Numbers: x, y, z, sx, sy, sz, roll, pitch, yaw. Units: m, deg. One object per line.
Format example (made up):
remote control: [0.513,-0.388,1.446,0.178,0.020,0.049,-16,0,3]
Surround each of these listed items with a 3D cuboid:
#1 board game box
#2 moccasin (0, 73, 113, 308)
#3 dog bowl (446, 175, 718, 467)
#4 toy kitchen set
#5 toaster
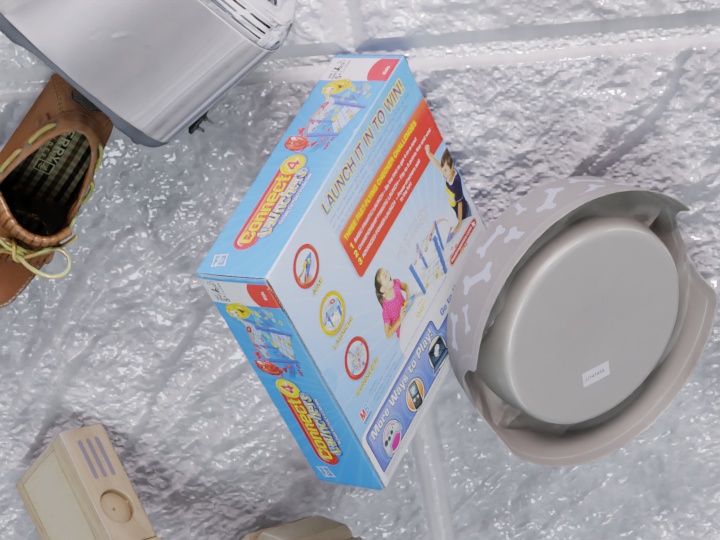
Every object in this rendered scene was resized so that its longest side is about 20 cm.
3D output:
board game box: [0.000,0.000,1.488,0.056,0.201,0.197,4,138,35]
moccasin: [-0.218,-0.042,1.553,0.073,0.078,0.201,27,129,-19]
dog bowl: [0.143,0.029,1.537,0.199,0.059,0.202,-16,122,-27]
toy kitchen set: [-0.112,0.181,1.756,0.199,0.181,0.163,-10,153,-44]
toaster: [-0.126,-0.168,1.404,0.129,0.114,0.200,-34,120,28]
